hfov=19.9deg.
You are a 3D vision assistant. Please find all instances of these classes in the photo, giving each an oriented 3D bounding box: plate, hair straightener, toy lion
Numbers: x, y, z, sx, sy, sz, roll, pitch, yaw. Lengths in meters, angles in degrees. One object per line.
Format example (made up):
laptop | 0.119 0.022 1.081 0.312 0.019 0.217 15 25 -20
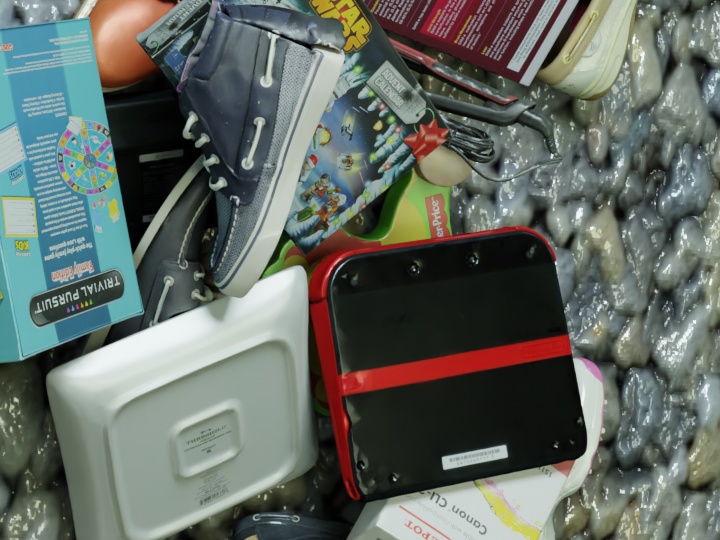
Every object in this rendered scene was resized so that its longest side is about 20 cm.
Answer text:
plate | -0.113 0.112 1.440 0.198 0.032 0.201 -24 136 -22
hair straightener | 0.051 -0.112 1.489 0.199 0.041 0.077 25 84 4
toy lion | 0.000 0.000 1.527 0.190 0.069 0.202 -13 104 -19

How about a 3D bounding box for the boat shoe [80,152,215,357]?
boat shoe | -0.130 0.009 1.415 0.062 0.073 0.201 29 106 0

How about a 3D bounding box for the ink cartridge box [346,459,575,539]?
ink cartridge box | 0.070 0.178 1.505 0.116 0.067 0.201 34 60 -7

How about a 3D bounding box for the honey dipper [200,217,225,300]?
honey dipper | -0.095 -0.058 1.438 0.038 0.038 0.202 -12 116 -27

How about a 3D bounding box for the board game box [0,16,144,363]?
board game box | -0.212 -0.054 1.311 0.151 0.047 0.202 -22 104 -64

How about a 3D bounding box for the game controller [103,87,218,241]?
game controller | -0.144 -0.074 1.449 0.198 0.042 0.105 -10 117 -27

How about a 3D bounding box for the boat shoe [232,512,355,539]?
boat shoe | -0.009 0.217 1.542 0.198 0.062 0.075 10 127 -28

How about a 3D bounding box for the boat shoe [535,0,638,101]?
boat shoe | 0.180 -0.234 1.578 0.066 0.074 0.202 10 93 -35

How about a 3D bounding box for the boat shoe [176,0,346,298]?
boat shoe | -0.084 -0.083 1.334 0.092 0.075 0.201 15 110 -16

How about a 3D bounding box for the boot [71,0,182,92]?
boot | -0.110 -0.186 1.406 0.199 0.107 0.075 -36 115 -18

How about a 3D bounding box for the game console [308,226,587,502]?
game console | 0.065 0.063 1.483 0.198 0.031 0.179 -9 88 -25

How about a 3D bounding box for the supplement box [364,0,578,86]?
supplement box | 0.061 -0.222 1.502 0.199 0.061 0.109 19 113 -30

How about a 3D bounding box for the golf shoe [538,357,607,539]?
golf shoe | 0.126 0.155 1.611 0.091 0.075 0.201 26 84 -26

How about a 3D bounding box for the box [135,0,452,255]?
box | -0.041 -0.123 1.391 0.137 0.040 0.200 -40 127 -2
